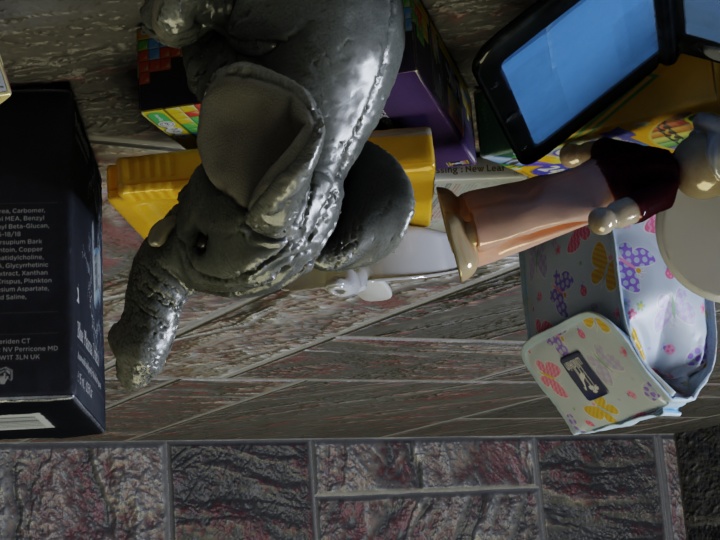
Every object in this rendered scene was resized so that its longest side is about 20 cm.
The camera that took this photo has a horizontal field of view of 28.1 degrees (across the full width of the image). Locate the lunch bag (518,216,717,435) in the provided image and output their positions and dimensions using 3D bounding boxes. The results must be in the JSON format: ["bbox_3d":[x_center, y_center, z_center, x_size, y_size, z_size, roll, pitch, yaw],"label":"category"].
[{"bbox_3d":[0.225,0.038,1.284,0.127,0.201,0.170,0,167,-22],"label":"lunch bag"}]

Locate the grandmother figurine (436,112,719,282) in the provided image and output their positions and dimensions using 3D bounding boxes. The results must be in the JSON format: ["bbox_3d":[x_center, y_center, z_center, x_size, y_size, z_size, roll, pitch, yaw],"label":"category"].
[{"bbox_3d":[0.150,-0.050,0.890,0.199,0.122,0.061,-14,127,2],"label":"grandmother figurine"}]

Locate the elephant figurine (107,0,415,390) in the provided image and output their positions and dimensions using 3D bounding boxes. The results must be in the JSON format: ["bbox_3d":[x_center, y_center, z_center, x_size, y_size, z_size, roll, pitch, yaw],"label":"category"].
[{"bbox_3d":[-0.041,-0.050,0.712,0.141,0.201,0.155,4,163,-22],"label":"elephant figurine"}]

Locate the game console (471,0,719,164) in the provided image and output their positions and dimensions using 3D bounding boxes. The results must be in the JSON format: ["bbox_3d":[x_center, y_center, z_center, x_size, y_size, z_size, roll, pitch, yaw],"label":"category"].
[{"bbox_3d":[0.173,-0.108,0.776,0.175,0.117,0.200,19,175,17],"label":"game console"}]

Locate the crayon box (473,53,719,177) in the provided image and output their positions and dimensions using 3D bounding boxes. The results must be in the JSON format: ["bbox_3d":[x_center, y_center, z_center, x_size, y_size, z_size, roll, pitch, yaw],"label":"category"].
[{"bbox_3d":[0.193,-0.107,0.966,0.199,0.052,0.126,-13,165,32],"label":"crayon box"}]

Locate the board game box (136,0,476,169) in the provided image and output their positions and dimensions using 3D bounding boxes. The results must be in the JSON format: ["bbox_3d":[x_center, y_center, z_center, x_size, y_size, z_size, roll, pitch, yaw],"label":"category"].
[{"bbox_3d":[-0.026,-0.104,0.894,0.164,0.057,0.200,-6,168,13],"label":"board game box"}]

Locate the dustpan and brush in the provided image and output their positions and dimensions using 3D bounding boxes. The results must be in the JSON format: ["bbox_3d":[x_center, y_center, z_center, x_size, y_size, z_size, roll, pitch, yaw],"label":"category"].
[{"bbox_3d":[0.000,0.000,0.974,0.139,0.058,0.200,-6,170,10],"label":"dustpan and brush"}]

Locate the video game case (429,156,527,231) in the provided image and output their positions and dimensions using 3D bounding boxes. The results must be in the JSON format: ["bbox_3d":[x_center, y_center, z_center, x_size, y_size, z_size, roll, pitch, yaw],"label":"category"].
[{"bbox_3d":[0.028,-0.056,1.205,0.181,0.022,0.200,-3,168,-9],"label":"video game case"}]

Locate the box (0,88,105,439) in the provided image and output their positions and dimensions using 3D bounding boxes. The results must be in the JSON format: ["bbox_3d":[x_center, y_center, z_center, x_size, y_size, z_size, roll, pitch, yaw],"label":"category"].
[{"bbox_3d":[-0.238,0.004,0.968,0.117,0.201,0.197,-3,168,-5],"label":"box"}]

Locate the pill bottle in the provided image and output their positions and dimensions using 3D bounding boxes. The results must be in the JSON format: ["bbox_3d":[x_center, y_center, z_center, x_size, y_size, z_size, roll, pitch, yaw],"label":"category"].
[{"bbox_3d":[0.279,-0.035,1.073,0.113,0.114,0.200,-8,-178,15],"label":"pill bottle"}]

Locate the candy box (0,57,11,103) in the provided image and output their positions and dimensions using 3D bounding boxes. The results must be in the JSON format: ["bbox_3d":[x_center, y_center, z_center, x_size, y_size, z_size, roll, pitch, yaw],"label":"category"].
[{"bbox_3d":[-0.302,-0.084,0.761,0.199,0.056,0.115,-18,179,-40],"label":"candy box"}]

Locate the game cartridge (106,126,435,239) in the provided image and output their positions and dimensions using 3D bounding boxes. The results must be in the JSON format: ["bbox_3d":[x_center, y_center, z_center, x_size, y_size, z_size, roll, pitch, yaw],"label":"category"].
[{"bbox_3d":[-0.052,-0.048,0.930,0.199,0.033,0.176,-7,170,1],"label":"game cartridge"}]
